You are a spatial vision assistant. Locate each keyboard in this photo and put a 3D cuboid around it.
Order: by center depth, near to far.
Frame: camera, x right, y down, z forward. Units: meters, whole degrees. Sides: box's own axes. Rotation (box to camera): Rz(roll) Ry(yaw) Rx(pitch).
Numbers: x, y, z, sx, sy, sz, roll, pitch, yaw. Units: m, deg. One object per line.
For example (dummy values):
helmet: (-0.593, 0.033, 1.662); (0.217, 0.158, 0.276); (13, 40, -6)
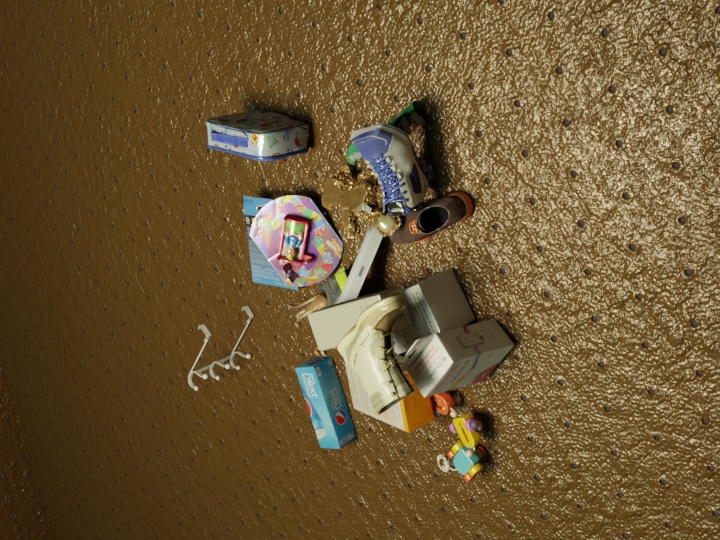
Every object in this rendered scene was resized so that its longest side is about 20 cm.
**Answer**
keyboard: (0.000, 0.000, 1.636); (0.056, 0.011, 0.200); (33, 102, 56)

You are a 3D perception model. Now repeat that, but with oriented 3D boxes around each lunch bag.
lunch bag: (-0.216, -0.274, 1.684); (0.200, 0.160, 0.076); (17, 118, 36)

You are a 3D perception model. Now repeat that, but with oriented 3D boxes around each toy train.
toy train: (0.194, 0.319, 1.646); (0.150, 0.056, 0.200); (18, 125, 53)

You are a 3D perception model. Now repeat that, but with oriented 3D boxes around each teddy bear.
teddy bear: (0.015, -0.134, 1.592); (0.200, 0.067, 0.145); (2, 93, 44)

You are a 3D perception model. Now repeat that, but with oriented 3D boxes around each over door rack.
over door rack: (-0.334, 0.197, 2.004); (0.067, 0.148, 0.200); (40, 131, 25)

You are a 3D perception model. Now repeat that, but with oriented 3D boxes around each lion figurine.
lion figurine: (-0.067, 0.107, 1.774); (0.122, 0.072, 0.200); (-45, 66, 9)

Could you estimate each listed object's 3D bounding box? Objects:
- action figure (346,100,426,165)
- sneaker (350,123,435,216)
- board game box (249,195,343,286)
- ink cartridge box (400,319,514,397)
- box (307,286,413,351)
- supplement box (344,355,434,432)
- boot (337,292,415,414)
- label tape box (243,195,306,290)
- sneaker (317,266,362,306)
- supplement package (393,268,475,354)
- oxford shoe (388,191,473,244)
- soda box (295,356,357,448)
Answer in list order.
action figure: (0.035, -0.240, 1.525); (0.200, 0.118, 0.055); (-23, 101, 54)
sneaker: (0.063, -0.161, 1.439); (0.080, 0.199, 0.115); (-11, 58, 35)
board game box: (-0.135, -0.057, 1.719); (0.158, 0.039, 0.200); (-32, 102, 15)
ink cartridge box: (0.166, 0.162, 1.488); (0.068, 0.200, 0.117); (57, 137, 28)
box: (-0.002, 0.092, 1.552); (0.200, 0.068, 0.082); (-15, 94, 43)
supplement box: (0.057, 0.238, 1.687); (0.200, 0.073, 0.126); (12, 116, 55)
boot: (0.047, 0.145, 1.418); (0.155, 0.072, 0.200); (60, 139, 21)
label tape box: (-0.180, -0.067, 1.811); (0.143, 0.066, 0.200); (9, 111, 39)
sneaker: (-0.024, 0.096, 1.698); (0.081, 0.074, 0.200); (-27, 67, 14)
supplement package: (0.099, 0.089, 1.587); (0.200, 0.109, 0.114); (-25, 89, 45)
oxford shoe: (0.112, -0.092, 1.524); (0.200, 0.072, 0.071); (-26, 90, 46)
soda box: (-0.078, 0.301, 1.875); (0.068, 0.064, 0.200); (-9, 101, 44)
